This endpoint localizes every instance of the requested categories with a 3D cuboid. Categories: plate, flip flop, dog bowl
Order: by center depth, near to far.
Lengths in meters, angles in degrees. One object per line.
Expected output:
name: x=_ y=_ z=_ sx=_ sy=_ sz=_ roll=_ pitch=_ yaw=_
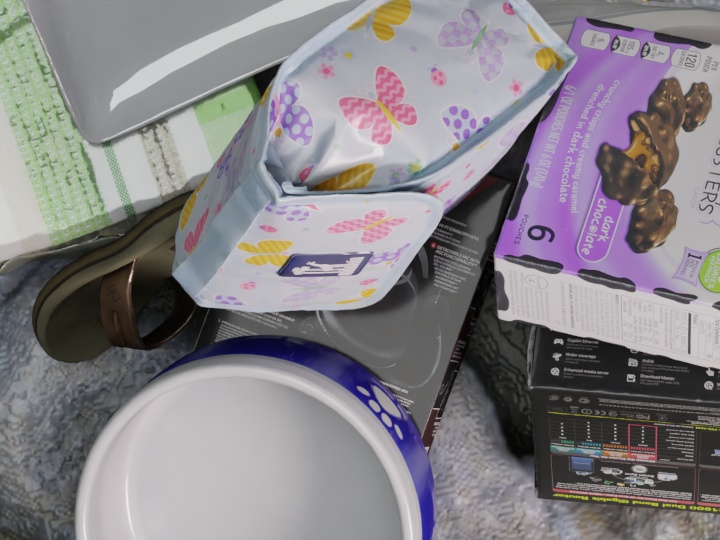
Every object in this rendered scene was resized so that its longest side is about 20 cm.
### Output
plate: x=-0.101 y=-0.196 z=1.649 sx=0.199 sy=0.032 sz=0.200 roll=-24 pitch=113 yaw=0
dog bowl: x=-0.058 y=0.141 z=1.705 sx=0.199 sy=0.079 sz=0.201 roll=3 pitch=103 yaw=12
flip flop: x=-0.121 y=0.012 z=1.739 sx=0.200 sy=0.081 sz=0.058 roll=-32 pitch=70 yaw=40

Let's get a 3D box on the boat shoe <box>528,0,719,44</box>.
boat shoe: x=0.130 y=-0.138 z=1.746 sx=0.199 sy=0.072 sz=0.069 roll=-9 pitch=56 yaw=-4

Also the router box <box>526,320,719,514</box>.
router box: x=0.196 y=0.081 z=1.694 sx=0.199 sy=0.150 sz=0.062 roll=5 pitch=61 yaw=8

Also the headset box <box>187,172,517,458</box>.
headset box: x=0.000 y=0.000 z=1.765 sx=0.148 sy=0.077 sz=0.201 roll=19 pitch=89 yaw=7

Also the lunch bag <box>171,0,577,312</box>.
lunch bag: x=-0.003 y=-0.061 z=1.611 sx=0.200 sy=0.170 sz=0.127 roll=-36 pitch=83 yaw=-30

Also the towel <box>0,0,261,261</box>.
towel: x=-0.160 y=-0.098 z=1.706 sx=0.199 sy=0.031 sz=0.150 roll=-19 pitch=89 yaw=-1

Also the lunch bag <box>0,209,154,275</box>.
lunch bag: x=-0.173 y=-0.104 z=1.773 sx=0.163 sy=0.118 sz=0.201 roll=-11 pitch=81 yaw=5

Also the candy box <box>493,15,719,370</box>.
candy box: x=0.192 y=-0.037 z=1.636 sx=0.199 sy=0.072 sz=0.168 roll=13 pitch=60 yaw=14
